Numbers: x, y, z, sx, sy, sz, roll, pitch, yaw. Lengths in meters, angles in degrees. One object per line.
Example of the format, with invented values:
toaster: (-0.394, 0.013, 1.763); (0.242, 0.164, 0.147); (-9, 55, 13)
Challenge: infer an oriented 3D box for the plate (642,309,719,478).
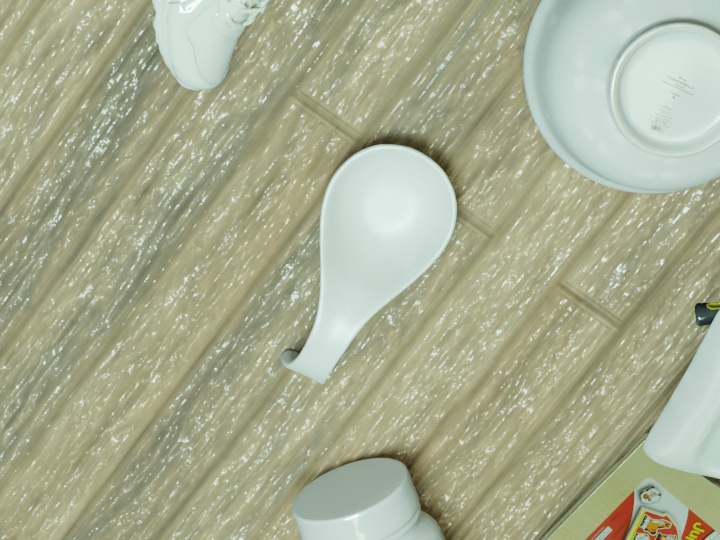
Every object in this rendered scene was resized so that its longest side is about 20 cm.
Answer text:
plate: (0.328, 0.110, 1.406); (0.199, 0.032, 0.200); (13, 140, -4)

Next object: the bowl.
bowl: (0.218, -0.138, 1.369); (0.200, 0.090, 0.202); (0, 109, 0)

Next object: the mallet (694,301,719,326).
mallet: (0.340, 0.016, 1.376); (0.199, 0.066, 0.041); (-1, 124, 16)

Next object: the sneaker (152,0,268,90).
sneaker: (-0.078, -0.212, 1.332); (0.099, 0.078, 0.201); (24, 112, 22)

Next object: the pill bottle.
pill bottle: (0.023, 0.255, 1.494); (0.113, 0.113, 0.201); (-18, 109, 6)

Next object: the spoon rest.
spoon rest: (0.000, 0.000, 1.433); (0.099, 0.061, 0.201); (24, 108, -8)

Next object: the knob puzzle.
knob puzzle: (0.240, 0.245, 1.535); (0.218, 0.030, 0.221); (0, 109, 0)
